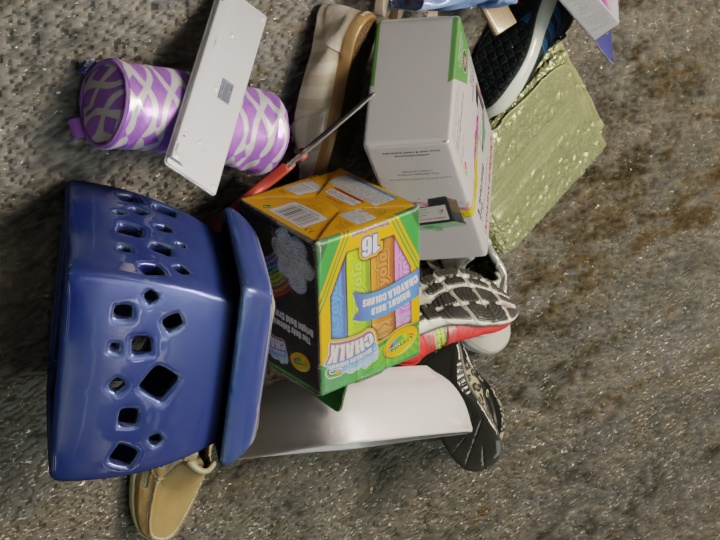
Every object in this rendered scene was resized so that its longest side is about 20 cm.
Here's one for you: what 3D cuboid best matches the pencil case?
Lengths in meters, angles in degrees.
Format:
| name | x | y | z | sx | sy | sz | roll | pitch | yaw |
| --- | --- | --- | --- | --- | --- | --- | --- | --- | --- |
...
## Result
| name | x | y | z | sx | sy | sz | roll | pitch | yaw |
| --- | --- | --- | --- | --- | --- | --- | --- | --- | --- |
| pencil case | -0.157 | -0.131 | 1.596 | 0.199 | 0.084 | 0.086 | 8 | 138 | -40 |

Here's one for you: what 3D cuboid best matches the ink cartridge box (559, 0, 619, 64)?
| name | x | y | z | sx | sy | sz | roll | pitch | yaw |
| --- | --- | --- | --- | --- | --- | --- | --- | --- | --- |
| ink cartridge box | 0.212 | -0.334 | 1.743 | 0.200 | 0.043 | 0.197 | 38 | 44 | -45 |

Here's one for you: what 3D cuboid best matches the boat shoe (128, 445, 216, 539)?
| name | x | y | z | sx | sy | sz | roll | pitch | yaw |
| --- | --- | --- | --- | --- | --- | --- | --- | --- | --- |
| boat shoe | -0.173 | 0.181 | 1.748 | 0.071 | 0.076 | 0.201 | -4 | 114 | -39 |

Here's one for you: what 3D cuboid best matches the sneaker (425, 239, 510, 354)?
| name | x | y | z | sx | sy | sz | roll | pitch | yaw |
| --- | --- | --- | --- | --- | --- | --- | --- | --- | --- |
| sneaker | 0.124 | 0.023 | 1.912 | 0.075 | 0.081 | 0.201 | -41 | 134 | -18 |

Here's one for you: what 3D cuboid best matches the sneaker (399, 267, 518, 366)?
| name | x | y | z | sx | sy | sz | roll | pitch | yaw |
| --- | --- | --- | --- | --- | --- | --- | --- | --- | --- |
| sneaker | 0.063 | 0.055 | 1.816 | 0.199 | 0.077 | 0.085 | -8 | 139 | -27 |

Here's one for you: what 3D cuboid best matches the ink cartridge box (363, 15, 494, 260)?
| name | x | y | z | sx | sy | sz | roll | pitch | yaw |
| --- | --- | --- | --- | --- | --- | --- | --- | --- | --- |
| ink cartridge box | 0.069 | -0.121 | 1.708 | 0.200 | 0.083 | 0.146 | 66 | 26 | -56 |

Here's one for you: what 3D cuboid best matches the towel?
| name | x | y | z | sx | sy | sz | roll | pitch | yaw |
| --- | --- | --- | --- | --- | --- | --- | --- | --- | --- |
| towel | 0.178 | -0.128 | 1.897 | 0.200 | 0.036 | 0.149 | -50 | 131 | -20 |

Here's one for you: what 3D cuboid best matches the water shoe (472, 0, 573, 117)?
| name | x | y | z | sx | sy | sz | roll | pitch | yaw |
| --- | --- | --- | --- | --- | --- | --- | --- | --- | --- |
| water shoe | 0.180 | -0.240 | 1.827 | 0.079 | 0.071 | 0.201 | 19 | 100 | -46 |

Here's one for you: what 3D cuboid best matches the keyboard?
| name | x | y | z | sx | sy | sz | roll | pitch | yaw |
| --- | --- | --- | --- | --- | --- | --- | --- | --- | --- |
| keyboard | -0.125 | -0.160 | 1.573 | 0.056 | 0.011 | 0.201 | 37 | 51 | -34 |

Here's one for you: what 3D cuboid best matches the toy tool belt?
| name | x | y | z | sx | sy | sz | roll | pitch | yaw |
| --- | --- | --- | --- | --- | --- | --- | --- | --- | --- |
| toy tool belt | 0.072 | -0.275 | 1.685 | 0.199 | 0.125 | 0.124 | -10 | 110 | -35 |

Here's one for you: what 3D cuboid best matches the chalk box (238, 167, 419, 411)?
| name | x | y | z | sx | sy | sz | roll | pitch | yaw |
| --- | --- | --- | --- | --- | --- | --- | --- | --- | --- |
| chalk box | -0.027 | 0.028 | 1.659 | 0.123 | 0.125 | 0.201 | -20 | 123 | -33 |

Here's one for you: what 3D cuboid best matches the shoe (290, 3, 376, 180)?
| name | x | y | z | sx | sy | sz | roll | pitch | yaw |
| --- | --- | --- | --- | --- | --- | --- | --- | --- | --- |
| shoe | -0.033 | -0.157 | 1.713 | 0.070 | 0.053 | 0.201 | -39 | 146 | -63 |

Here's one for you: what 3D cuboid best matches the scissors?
| name | x | y | z | sx | sy | sz | roll | pitch | yaw |
| --- | --- | --- | --- | --- | --- | --- | --- | --- | --- |
| scissors | -0.064 | -0.096 | 1.648 | 0.200 | 0.014 | 0.073 | -36 | -177 | 34 |

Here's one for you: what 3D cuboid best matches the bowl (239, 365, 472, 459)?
| name | x | y | z | sx | sy | sz | roll | pitch | yaw |
| --- | --- | --- | --- | --- | --- | --- | --- | --- | --- |
| bowl | -0.012 | 0.141 | 1.803 | 0.199 | 0.199 | 0.075 | 0 | 80 | -39 |

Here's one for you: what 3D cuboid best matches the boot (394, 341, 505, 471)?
| name | x | y | z | sx | sy | sz | roll | pitch | yaw |
| --- | --- | --- | --- | --- | --- | --- | --- | --- | --- |
| boot | 0.094 | 0.115 | 1.934 | 0.073 | 0.204 | 0.154 | -27 | 176 | 8 |

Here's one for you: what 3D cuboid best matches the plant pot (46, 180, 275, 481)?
| name | x | y | z | sx | sy | sz | roll | pitch | yaw |
| --- | --- | --- | --- | --- | --- | --- | --- | --- | --- |
| plant pot | -0.175 | 0.053 | 1.557 | 0.179 | 0.200 | 0.201 | 4 | 114 | -13 |
